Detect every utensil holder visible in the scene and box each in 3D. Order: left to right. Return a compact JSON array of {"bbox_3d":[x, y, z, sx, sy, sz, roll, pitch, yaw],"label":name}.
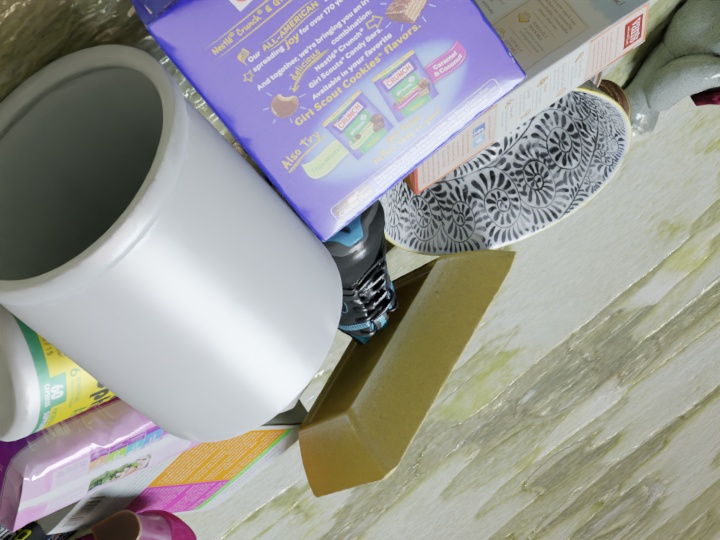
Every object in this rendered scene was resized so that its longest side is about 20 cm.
[{"bbox_3d":[-0.126,-0.010,1.483,0.170,0.170,0.200,-41,132,5],"label":"utensil holder"}]

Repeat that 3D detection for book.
[{"bbox_3d":[-0.144,0.146,1.882,0.134,0.048,0.199,-46,157,25],"label":"book"}]

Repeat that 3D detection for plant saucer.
[{"bbox_3d":[0.023,0.070,1.866,0.201,0.048,0.200,-58,-170,-18],"label":"plant saucer"}]

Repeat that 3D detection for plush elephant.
[{"bbox_3d":[0.328,-0.157,2.007,0.164,0.155,0.201,-26,155,-29],"label":"plush elephant"}]

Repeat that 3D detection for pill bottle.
[{"bbox_3d":[-0.176,0.029,1.640,0.199,0.113,0.113,-23,153,-34],"label":"pill bottle"}]

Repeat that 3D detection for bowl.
[{"bbox_3d":[0.090,-0.106,1.792,0.199,0.095,0.201,-15,149,-9],"label":"bowl"}]

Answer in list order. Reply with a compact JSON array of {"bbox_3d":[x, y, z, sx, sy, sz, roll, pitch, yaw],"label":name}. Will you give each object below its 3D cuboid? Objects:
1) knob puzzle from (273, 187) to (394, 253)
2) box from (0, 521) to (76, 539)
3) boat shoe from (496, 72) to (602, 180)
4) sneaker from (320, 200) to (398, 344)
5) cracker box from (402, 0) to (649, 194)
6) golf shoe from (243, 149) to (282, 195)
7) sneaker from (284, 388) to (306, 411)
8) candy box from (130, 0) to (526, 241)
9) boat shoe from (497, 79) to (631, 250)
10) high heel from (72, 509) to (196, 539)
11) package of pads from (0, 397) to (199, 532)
[{"bbox_3d":[-0.048,-0.025,1.841,0.219,0.030,0.220,-33,155,-17],"label":"knob puzzle"},{"bbox_3d":[-0.234,0.151,1.866,0.200,0.044,0.160,-40,158,1],"label":"box"},{"bbox_3d":[0.124,-0.108,1.899,0.200,0.076,0.072,-46,170,27],"label":"boat shoe"},{"bbox_3d":[0.000,0.000,1.753,0.073,0.082,0.200,-38,175,-8],"label":"sneaker"},{"bbox_3d":[0.077,-0.162,1.643,0.199,0.134,0.058,-34,157,-12],"label":"cracker box"},{"bbox_3d":[-0.038,-0.091,1.671,0.078,0.095,0.200,-42,172,-1],"label":"golf shoe"},{"bbox_3d":[-0.072,0.025,1.791,0.201,0.071,0.073,82,20,-53],"label":"sneaker"},{"bbox_3d":[-0.021,-0.147,1.485,0.169,0.077,0.200,-38,126,1],"label":"candy box"},{"bbox_3d":[0.133,-0.080,1.963,0.200,0.072,0.068,-40,159,9],"label":"boat shoe"},{"bbox_3d":[-0.220,0.240,1.864,0.199,0.068,0.096,-24,157,20],"label":"high heel"},{"bbox_3d":[-0.192,0.088,1.712,0.199,0.121,0.076,-24,148,-34],"label":"package of pads"}]
